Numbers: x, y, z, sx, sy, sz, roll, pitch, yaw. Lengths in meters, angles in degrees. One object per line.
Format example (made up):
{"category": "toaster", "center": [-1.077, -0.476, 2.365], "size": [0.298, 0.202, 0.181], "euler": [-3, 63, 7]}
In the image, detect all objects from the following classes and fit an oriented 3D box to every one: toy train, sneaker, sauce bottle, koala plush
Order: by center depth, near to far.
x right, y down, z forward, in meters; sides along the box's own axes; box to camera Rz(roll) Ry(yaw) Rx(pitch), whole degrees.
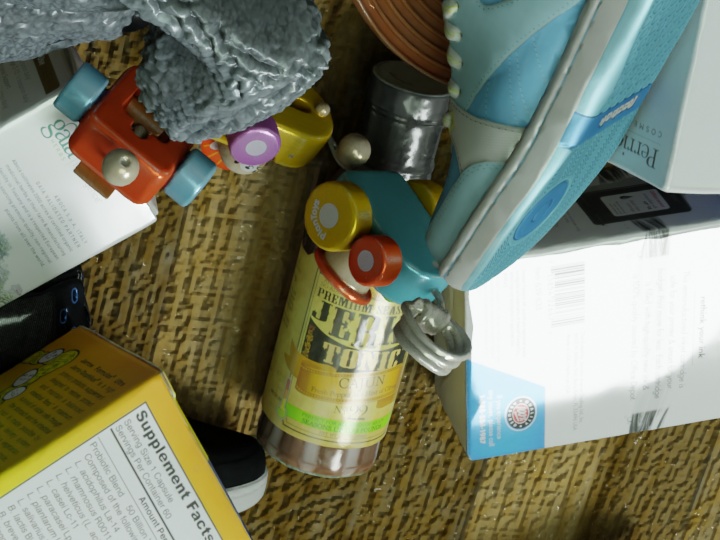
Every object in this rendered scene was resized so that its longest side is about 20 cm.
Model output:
{"category": "koala plush", "center": [-0.123, -0.142, 0.939], "size": [0.184, 0.177, 0.200], "euler": [28, 152, -27]}
{"category": "sneaker", "center": [0.051, -0.099, 0.979], "size": [0.131, 0.080, 0.200], "euler": [37, 118, 15]}
{"category": "toy train", "center": [-0.041, -0.026, 1.043], "size": [0.200, 0.150, 0.056], "euler": [37, 122, -11]}
{"category": "sneaker", "center": [-0.122, 0.051, 1.143], "size": [0.200, 0.073, 0.112], "euler": [8, 105, -30]}
{"category": "sauce bottle", "center": [0.000, 0.000, 1.153], "size": [0.065, 0.065, 0.200], "euler": [4, 116, -19]}

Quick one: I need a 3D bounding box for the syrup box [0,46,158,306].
{"category": "syrup box", "center": [-0.196, -0.022, 1.071], "size": [0.200, 0.081, 0.079], "euler": [-30, 125, 0]}

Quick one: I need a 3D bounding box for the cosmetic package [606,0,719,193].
{"category": "cosmetic package", "center": [0.144, -0.140, 1.012], "size": [0.071, 0.101, 0.200], "euler": [0, 108, -31]}

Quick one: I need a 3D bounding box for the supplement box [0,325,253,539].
{"category": "supplement box", "center": [-0.160, 0.128, 1.045], "size": [0.200, 0.110, 0.109], "euler": [-33, 112, -17]}

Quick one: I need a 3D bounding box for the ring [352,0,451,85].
{"category": "ring", "center": [0.070, -0.172, 1.026], "size": [0.200, 0.019, 0.200], "euler": [-13, 117, -28]}

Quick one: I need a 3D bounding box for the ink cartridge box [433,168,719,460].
{"category": "ink cartridge box", "center": [0.138, 0.013, 1.199], "size": [0.200, 0.067, 0.116], "euler": [-9, 121, -11]}
